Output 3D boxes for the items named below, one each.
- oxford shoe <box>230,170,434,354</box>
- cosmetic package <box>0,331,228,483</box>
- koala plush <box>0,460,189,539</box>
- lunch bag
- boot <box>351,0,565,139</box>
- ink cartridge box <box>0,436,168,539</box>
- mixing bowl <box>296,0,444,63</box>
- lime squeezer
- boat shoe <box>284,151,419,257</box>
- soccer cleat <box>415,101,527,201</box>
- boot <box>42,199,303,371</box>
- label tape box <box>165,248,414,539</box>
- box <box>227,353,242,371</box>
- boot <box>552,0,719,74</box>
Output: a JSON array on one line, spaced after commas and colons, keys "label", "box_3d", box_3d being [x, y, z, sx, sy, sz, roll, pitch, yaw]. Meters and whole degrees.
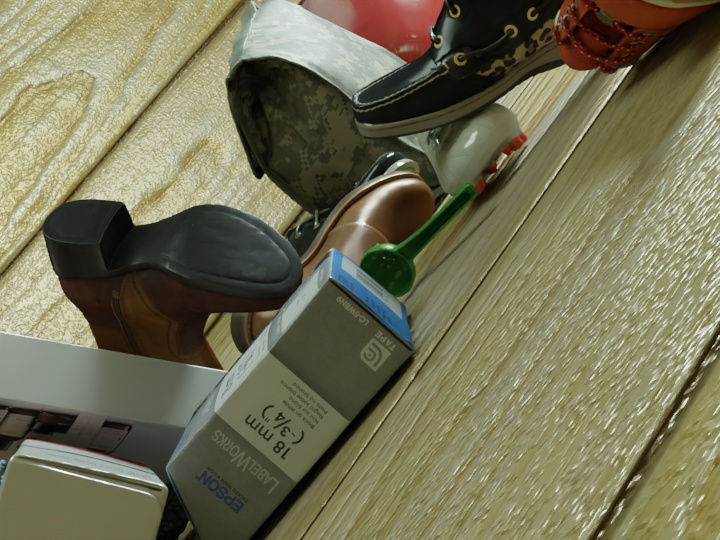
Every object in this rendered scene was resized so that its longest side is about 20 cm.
[{"label": "oxford shoe", "box_3d": [0.000, 0.000, 1.133, 0.071, 0.072, 0.200, 9, 43, 41]}, {"label": "cosmetic package", "box_3d": [-0.155, 0.093, 1.022, 0.083, 0.199, 0.051, -44, 43, 48]}, {"label": "koala plush", "box_3d": [-0.216, 0.182, 1.067, 0.184, 0.178, 0.200, -35, 8, 27]}, {"label": "lunch bag", "box_3d": [-0.027, -0.127, 1.308, 0.118, 0.200, 0.164, -48, 14, 22]}, {"label": "boot", "box_3d": [0.061, -0.181, 1.000, 0.199, 0.151, 0.073, -24, 27, 14]}, {"label": "ink cartridge box", "box_3d": [-0.166, 0.172, 0.880, 0.200, 0.084, 0.145, 159, 125, -80]}, {"label": "mixing bowl", "box_3d": [0.031, -0.167, 1.451, 0.200, 0.200, 0.109, -49, 34, 18]}, {"label": "lime squeezer", "box_3d": [0.006, 0.024, 1.005, 0.200, 0.038, 0.071, -50, 24, 5]}, {"label": "boat shoe", "box_3d": [-0.029, -0.017, 1.237, 0.200, 0.068, 0.072, -54, -22, 25]}, {"label": "soccer cleat", "box_3d": [0.064, -0.097, 1.091, 0.069, 0.078, 0.200, -50, 5, 10]}, {"label": "boot", "box_3d": [-0.106, 0.052, 1.065, 0.069, 0.187, 0.200, -67, -27, -43]}, {"label": "label tape box", "box_3d": [-0.057, 0.088, 0.902, 0.200, 0.063, 0.144, -50, 4, 5]}, {"label": "box", "box_3d": [-0.114, 0.125, 1.300, 0.110, 0.035, 0.200, -50, 5, 9]}, {"label": "boot", "box_3d": [0.137, -0.136, 0.815, 0.107, 0.075, 0.200, -52, -4, 24]}]
